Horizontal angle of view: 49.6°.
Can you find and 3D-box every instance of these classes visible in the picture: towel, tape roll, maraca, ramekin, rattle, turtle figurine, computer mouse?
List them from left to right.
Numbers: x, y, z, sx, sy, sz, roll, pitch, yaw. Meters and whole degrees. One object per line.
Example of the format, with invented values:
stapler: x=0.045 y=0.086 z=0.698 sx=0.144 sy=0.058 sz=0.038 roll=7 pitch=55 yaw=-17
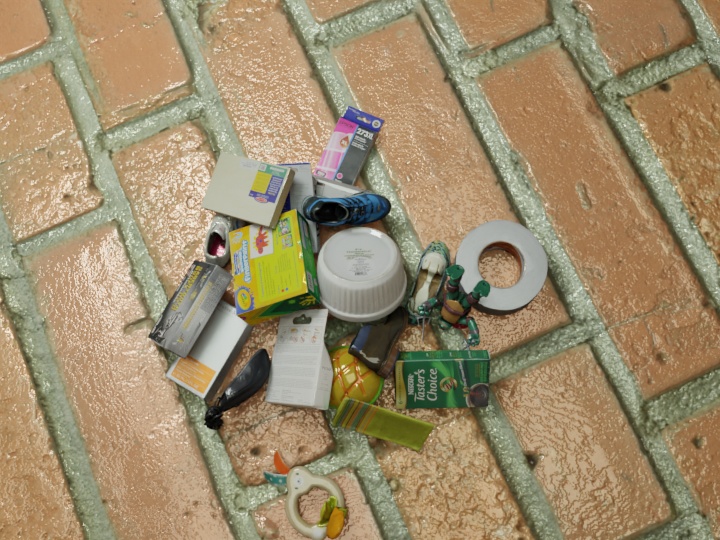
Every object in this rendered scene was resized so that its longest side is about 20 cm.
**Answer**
computer mouse: x=-0.248 y=0.254 z=1.637 sx=0.053 sy=0.139 sz=0.200 roll=35 pitch=68 yaw=6
rattle: x=-0.121 y=0.456 z=1.573 sx=0.130 sy=0.143 sz=0.200 roll=-40 pitch=84 yaw=11
maraca: x=-0.045 y=0.222 z=1.641 sx=0.199 sy=0.107 sz=0.138 roll=12 pitch=75 yaw=23
ramekin: x=0.000 y=0.000 z=1.649 sx=0.198 sy=0.105 sz=0.201 roll=-1 pitch=48 yaw=1
towel: x=0.046 y=0.318 z=1.607 sx=0.199 sy=0.086 sz=0.018 roll=19 pitch=38 yaw=-9
turtle figurine: x=0.194 y=0.084 z=1.640 sx=0.149 sy=0.201 sz=0.101 roll=19 pitch=43 yaw=-2
tape roll: x=0.304 y=-0.006 z=1.702 sx=0.198 sy=0.066 sz=0.202 roll=0 pitch=77 yaw=1

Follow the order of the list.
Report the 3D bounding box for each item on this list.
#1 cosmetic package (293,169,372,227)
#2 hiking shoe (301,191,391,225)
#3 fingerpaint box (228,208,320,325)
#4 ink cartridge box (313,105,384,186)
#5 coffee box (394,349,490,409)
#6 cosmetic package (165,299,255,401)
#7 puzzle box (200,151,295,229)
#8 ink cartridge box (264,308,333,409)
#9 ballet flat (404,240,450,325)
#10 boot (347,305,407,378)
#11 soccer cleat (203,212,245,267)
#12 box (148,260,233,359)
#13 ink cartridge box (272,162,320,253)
cosmetic package: x=-0.081 y=-0.162 z=1.743 sx=0.198 sy=0.051 sz=0.083 roll=16 pitch=107 yaw=6
hiking shoe: x=-0.024 y=-0.122 z=1.659 sx=0.198 sy=0.087 sz=0.075 roll=-6 pitch=109 yaw=-15
fingerpaint box: x=-0.183 y=-0.006 z=1.644 sx=0.166 sy=0.073 sz=0.201 roll=-18 pitch=62 yaw=14
ink cartridge box: x=-0.026 y=-0.284 z=1.794 sx=0.094 sy=0.037 sz=0.201 roll=23 pitch=77 yaw=6
coffee box: x=0.169 y=0.229 z=1.631 sx=0.198 sy=0.044 sz=0.124 roll=0 pitch=114 yaw=1
cosmetic package: x=-0.319 y=0.169 z=1.677 sx=0.101 sy=0.071 sz=0.201 roll=27 pitch=78 yaw=8
puzzle box: x=-0.244 y=-0.174 z=1.678 sx=0.199 sy=0.025 sz=0.134 roll=17 pitch=83 yaw=30
ink cartridge box: x=-0.121 y=0.185 z=1.633 sx=0.160 sy=0.050 sz=0.202 roll=-4 pitch=70 yaw=46
ballet flat: x=0.151 y=0.023 z=1.699 sx=0.074 sy=0.074 sz=0.201 roll=16 pitch=78 yaw=5
boot: x=0.038 y=0.127 z=1.628 sx=0.096 sy=0.075 sz=0.201 roll=28 pitch=38 yaw=-9
soccer cleat: x=-0.297 y=-0.102 z=1.731 sx=0.069 sy=0.086 sz=0.202 roll=12 pitch=75 yaw=4
box: x=-0.363 y=0.079 z=1.657 sx=0.048 sy=0.158 sz=0.201 roll=34 pitch=79 yaw=-26
ink cartridge box: x=-0.144 y=-0.138 z=1.714 sx=0.099 sy=0.039 sz=0.202 roll=0 pitch=103 yaw=11
